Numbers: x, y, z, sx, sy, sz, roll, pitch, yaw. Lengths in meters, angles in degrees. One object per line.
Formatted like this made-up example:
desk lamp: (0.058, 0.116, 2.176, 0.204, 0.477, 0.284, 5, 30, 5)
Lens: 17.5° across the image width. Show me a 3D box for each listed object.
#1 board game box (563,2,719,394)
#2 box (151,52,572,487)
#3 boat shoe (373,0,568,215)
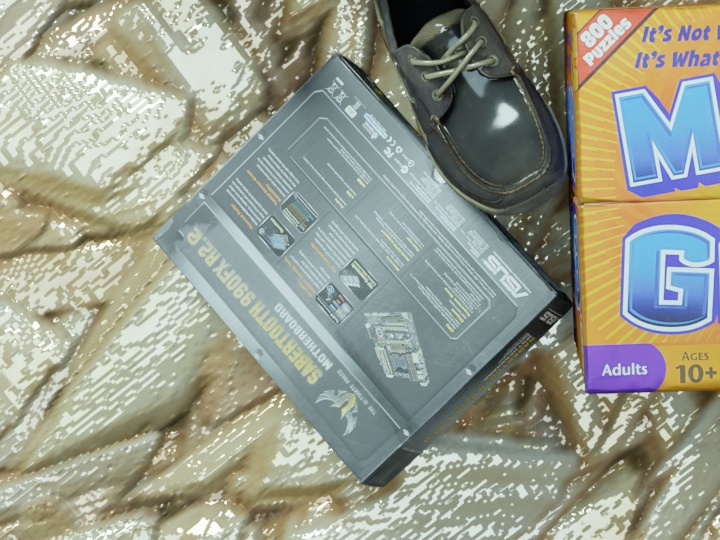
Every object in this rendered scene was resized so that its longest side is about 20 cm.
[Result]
board game box: (0.216, -0.048, 1.297, 0.198, 0.200, 0.202, -2, 96, 4)
box: (0.000, 0.000, 1.362, 0.158, 0.048, 0.200, -45, 73, 8)
boat shoe: (0.050, -0.111, 1.314, 0.074, 0.073, 0.200, -35, 50, 5)
